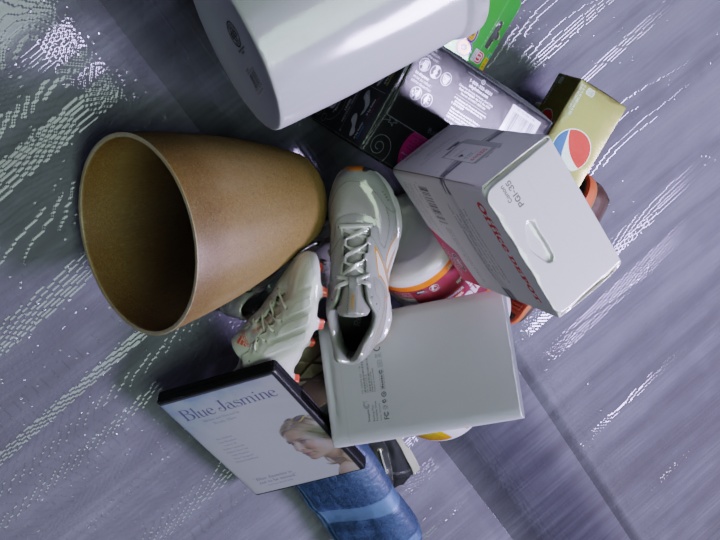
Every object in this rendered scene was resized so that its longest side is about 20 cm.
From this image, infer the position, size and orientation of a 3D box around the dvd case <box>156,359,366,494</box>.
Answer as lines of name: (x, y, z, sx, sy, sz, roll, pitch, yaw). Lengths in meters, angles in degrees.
dvd case: (-0.101, 0.170, 1.318, 0.142, 0.018, 0.200, -17, 135, 23)

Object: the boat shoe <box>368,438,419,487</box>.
boat shoe: (0.005, 0.186, 1.439, 0.068, 0.072, 0.200, -35, 128, -11)

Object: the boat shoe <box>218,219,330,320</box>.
boat shoe: (-0.053, 0.005, 1.319, 0.199, 0.069, 0.071, -28, 121, -18)

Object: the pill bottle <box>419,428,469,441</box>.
pill bottle: (0.079, 0.131, 1.396, 0.111, 0.111, 0.200, -51, 158, 0)

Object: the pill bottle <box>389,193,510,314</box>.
pill bottle: (0.089, 0.006, 1.361, 0.110, 0.110, 0.200, -48, 142, -2)

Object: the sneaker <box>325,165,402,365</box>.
sneaker: (0.000, 0.000, 1.218, 0.075, 0.092, 0.201, 1, 112, 9)

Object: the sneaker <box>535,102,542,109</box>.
sneaker: (0.184, -0.094, 1.420, 0.090, 0.075, 0.201, 27, 91, -28)

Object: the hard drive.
hard drive: (0.061, 0.102, 1.284, 0.199, 0.133, 0.027, -11, 167, 15)

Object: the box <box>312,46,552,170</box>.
box: (0.074, -0.157, 1.291, 0.200, 0.115, 0.132, 26, 96, -37)

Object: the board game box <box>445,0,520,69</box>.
board game box: (0.075, -0.286, 1.284, 0.200, 0.030, 0.096, 27, 97, -34)

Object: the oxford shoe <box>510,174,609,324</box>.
oxford shoe: (0.234, -0.017, 1.481, 0.072, 0.071, 0.200, 29, 96, -42)

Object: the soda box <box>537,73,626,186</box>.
soda box: (0.199, -0.108, 1.345, 0.064, 0.068, 0.201, 27, 97, -18)

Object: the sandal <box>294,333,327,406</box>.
sandal: (-0.088, 0.135, 1.377, 0.080, 0.054, 0.200, 33, 108, -32)

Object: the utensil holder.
utensil holder: (-0.022, -0.232, 1.037, 0.199, 0.170, 0.170, -29, 124, -13)

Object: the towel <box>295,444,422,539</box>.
towel: (-0.012, 0.260, 1.443, 0.200, 0.111, 0.049, 60, 33, -32)

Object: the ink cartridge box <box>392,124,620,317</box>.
ink cartridge box: (0.132, -0.051, 1.159, 0.083, 0.200, 0.147, -38, 111, -12)

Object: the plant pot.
plant pot: (-0.133, -0.051, 1.192, 0.199, 0.186, 0.187, -15, 121, -41)

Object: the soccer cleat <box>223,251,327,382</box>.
soccer cleat: (-0.087, 0.061, 1.252, 0.077, 0.069, 0.200, 7, 131, -17)
